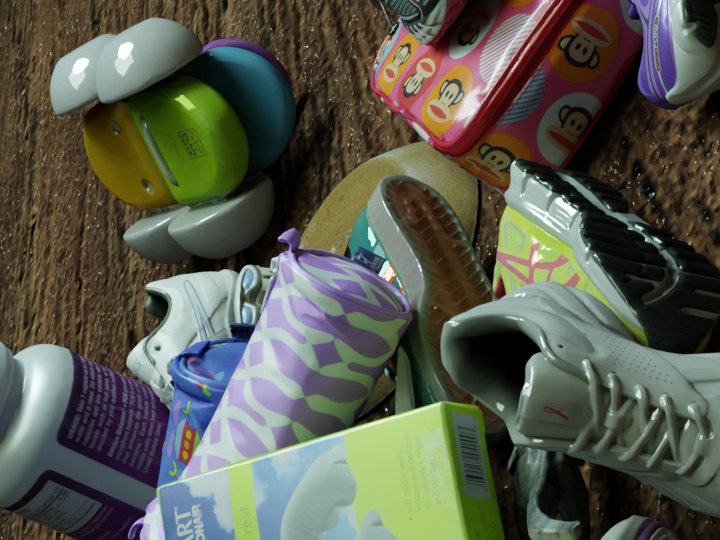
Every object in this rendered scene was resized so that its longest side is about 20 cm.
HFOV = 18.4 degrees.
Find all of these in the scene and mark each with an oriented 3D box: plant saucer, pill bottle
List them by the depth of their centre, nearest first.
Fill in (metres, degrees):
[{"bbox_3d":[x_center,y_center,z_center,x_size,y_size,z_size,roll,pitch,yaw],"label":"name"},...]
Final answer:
[{"bbox_3d":[0.000,0.000,1.406,0.200,0.035,0.201,-44,31,35],"label":"plant saucer"},{"bbox_3d":[-0.186,0.116,1.455,0.112,0.199,0.113,-43,32,35],"label":"pill bottle"}]

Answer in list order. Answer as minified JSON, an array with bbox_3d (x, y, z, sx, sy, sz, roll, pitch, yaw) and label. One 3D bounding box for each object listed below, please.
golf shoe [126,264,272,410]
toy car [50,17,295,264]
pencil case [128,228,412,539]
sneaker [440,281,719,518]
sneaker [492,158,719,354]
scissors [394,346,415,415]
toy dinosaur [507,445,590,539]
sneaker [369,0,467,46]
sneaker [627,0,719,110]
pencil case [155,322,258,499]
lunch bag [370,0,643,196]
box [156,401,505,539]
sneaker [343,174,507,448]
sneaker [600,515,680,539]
[{"bbox_3d":[-0.104,0.081,1.434,0.201,0.097,0.079,-93,8,-47],"label":"golf shoe"},{"bbox_3d":[-0.120,-0.108,1.633,0.150,0.176,0.200,-33,13,-26],"label":"toy car"},{"bbox_3d":[-0.048,0.080,1.209,0.201,0.085,0.084,-63,-1,10],"label":"pencil case"},{"bbox_3d":[0.116,0.066,0.991,0.199,0.099,0.078,20,106,37],"label":"sneaker"},{"bbox_3d":[0.120,0.016,1.135,0.200,0.078,0.091,-124,51,-64],"label":"sneaker"},{"bbox_3d":[0.021,0.135,1.149,0.073,0.014,0.201,-20,63,2],"label":"scissors"},{"bbox_3d":[0.093,0.117,1.074,0.200,0.047,0.089,-82,-9,-69],"label":"toy dinosaur"},{"bbox_3d":[0.022,-0.190,1.321,0.081,0.074,0.200,-58,21,4],"label":"sneaker"},{"bbox_3d":[0.174,-0.178,1.203,0.083,0.080,0.201,-37,36,52],"label":"sneaker"},{"bbox_3d":[-0.088,0.135,1.314,0.078,0.087,0.201,-28,-47,-59],"label":"pencil case"},{"bbox_3d":[0.097,-0.146,1.319,0.177,0.082,0.200,-55,24,6],"label":"lunch bag"},{"bbox_3d":[-0.022,0.149,1.116,0.199,0.048,0.123,-19,72,28],"label":"box"},{"bbox_3d":[0.036,0.038,1.261,0.080,0.071,0.200,-58,32,33],"label":"sneaker"},{"bbox_3d":[0.096,0.204,0.982,0.099,0.075,0.201,-20,49,54],"label":"sneaker"}]
